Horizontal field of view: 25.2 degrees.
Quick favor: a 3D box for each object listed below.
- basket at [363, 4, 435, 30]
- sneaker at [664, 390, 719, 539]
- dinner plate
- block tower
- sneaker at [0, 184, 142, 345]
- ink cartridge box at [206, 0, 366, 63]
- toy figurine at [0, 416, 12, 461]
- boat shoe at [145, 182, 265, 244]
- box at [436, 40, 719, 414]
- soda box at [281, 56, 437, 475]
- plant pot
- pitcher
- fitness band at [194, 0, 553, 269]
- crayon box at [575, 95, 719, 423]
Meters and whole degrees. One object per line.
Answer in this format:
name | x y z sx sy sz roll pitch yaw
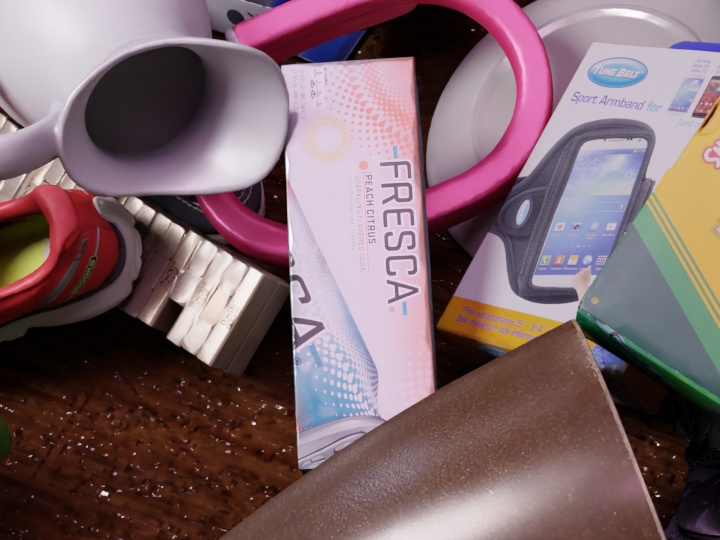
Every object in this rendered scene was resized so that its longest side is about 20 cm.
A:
basket | -0.007 -0.251 0.924 0.136 0.180 0.201 -17 81 -18
sneaker | 0.162 0.080 0.742 0.114 0.076 0.200 -35 56 -21
dinner plate | 0.126 -0.082 0.866 0.200 0.024 0.201 -10 59 18
block tower | -0.128 -0.016 0.841 0.200 0.054 0.058 32 91 25
sneaker | -0.207 0.006 0.792 0.200 0.085 0.077 -27 69 14
ink cartridge box | -0.080 -0.195 0.999 0.200 0.039 0.100 20 55 17
toy figurine | -0.281 0.126 0.722 0.200 0.150 0.184 3 59 34
boat shoe | -0.112 -0.098 0.909 0.072 0.063 0.200 -20 55 -15
box | 0.132 -0.037 0.782 0.119 0.041 0.200 13 70 46
soda box | 0.000 0.000 0.779 0.068 0.064 0.201 -4 75 2
plant pot | 0.026 0.141 0.657 0.199 0.187 0.187 -20 52 4
pitcher | -0.149 -0.105 0.798 0.171 0.122 0.200 -11 34 -23
fitness band | 0.003 -0.081 0.848 0.200 0.037 0.144 -22 73 -2
crayon box | 0.193 -0.028 0.685 0.119 0.058 0.200 33 83 11
